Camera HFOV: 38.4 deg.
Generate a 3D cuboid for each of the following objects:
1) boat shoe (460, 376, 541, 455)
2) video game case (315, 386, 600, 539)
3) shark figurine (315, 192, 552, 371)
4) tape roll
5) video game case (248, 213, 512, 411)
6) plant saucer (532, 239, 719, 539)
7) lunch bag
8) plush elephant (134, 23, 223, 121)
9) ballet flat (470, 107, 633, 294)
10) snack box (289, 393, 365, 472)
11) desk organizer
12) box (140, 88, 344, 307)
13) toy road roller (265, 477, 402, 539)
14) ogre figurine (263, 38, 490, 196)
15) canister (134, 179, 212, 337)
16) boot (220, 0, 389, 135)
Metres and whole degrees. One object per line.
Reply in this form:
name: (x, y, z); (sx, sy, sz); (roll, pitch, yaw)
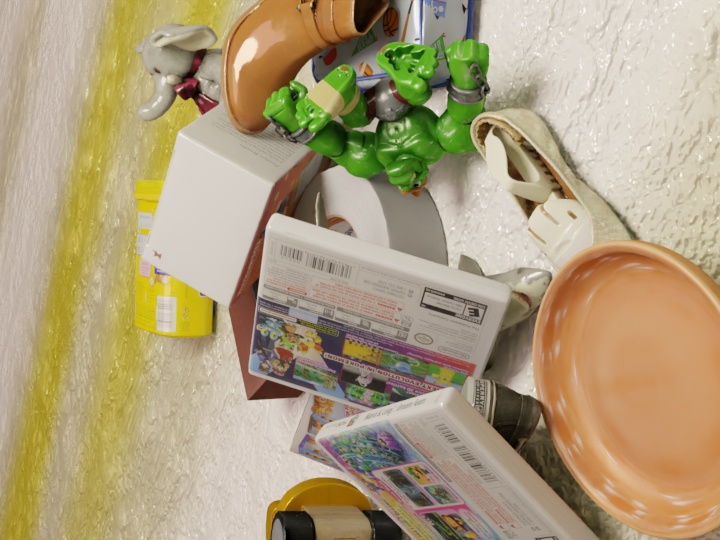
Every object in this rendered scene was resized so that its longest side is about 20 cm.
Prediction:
boat shoe: (0.098, 0.150, 0.838); (0.201, 0.063, 0.071); (103, 178, -62)
video game case: (0.079, 0.178, 0.797); (0.200, 0.024, 0.182); (46, 146, -12)
shark figurine: (0.059, 0.007, 0.886); (0.129, 0.212, 0.090); (85, -157, -48)
tape roll: (0.000, 0.000, 1.009); (0.200, 0.066, 0.203); (-1, 88, 58)
video game case: (0.009, 0.051, 0.862); (0.023, 0.198, 0.183); (-69, -6, -46)
plant saucer: (0.195, 0.078, 0.699); (0.200, 0.037, 0.202); (27, 123, 53)
lunch bag: (0.026, -0.240, 0.973); (0.199, 0.075, 0.162); (8, 97, 57)
plush elephant: (-0.195, -0.225, 1.222); (0.165, 0.153, 0.202); (-163, 83, -78)
ballet flat: (0.141, -0.049, 0.791); (0.068, 0.062, 0.201); (-61, 42, 35)
snack box: (-0.014, 0.129, 0.983); (0.201, 0.071, 0.024); (112, 179, -49)
desk organizer: (-0.104, 0.040, 1.168); (0.077, 0.071, 0.202); (-47, 51, 49)
box: (-0.115, -0.086, 1.057); (0.106, 0.200, 0.153); (28, 123, 6)
toy road roller: (-0.040, 0.305, 1.018); (0.146, 0.122, 0.202); (-159, 74, -71)
ogre figurine: (0.031, -0.131, 0.878); (0.199, 0.120, 0.099); (-28, 50, 17)
canister: (-0.249, -0.019, 1.385); (0.148, 0.086, 0.203); (9, 98, 57)
boot: (-0.046, -0.212, 0.927); (0.154, 0.073, 0.202); (19, 95, 48)
